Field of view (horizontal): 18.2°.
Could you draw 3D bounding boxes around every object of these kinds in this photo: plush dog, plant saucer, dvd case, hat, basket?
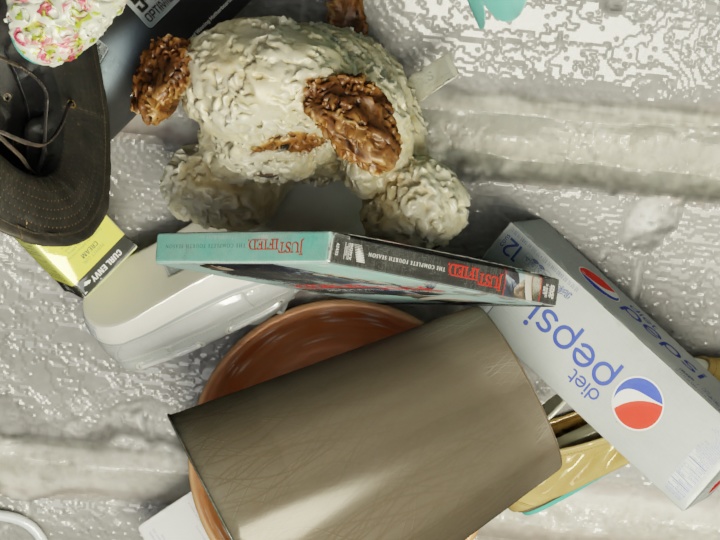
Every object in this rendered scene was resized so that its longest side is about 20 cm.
[{"bbox_3d":[-0.037,-0.100,1.314,0.198,0.172,0.162,8,88,19],"label":"plush dog"},{"bbox_3d":[-0.011,0.120,1.444,0.198,0.037,0.202,-1,81,6],"label":"plant saucer"},{"bbox_3d":[0.000,0.000,1.320,0.145,0.199,0.022,0,84,43],"label":"dvd case"},{"bbox_3d":[-0.219,-0.099,1.257,0.080,0.201,0.202,-20,110,29],"label":"hat"},{"bbox_3d":[0.009,0.116,1.355,0.199,0.136,0.181,-29,117,-6],"label":"basket"}]

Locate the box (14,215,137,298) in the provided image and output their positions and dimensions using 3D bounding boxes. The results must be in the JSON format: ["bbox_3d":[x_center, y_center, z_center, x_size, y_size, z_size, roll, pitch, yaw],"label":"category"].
[{"bbox_3d":[-0.228,-0.071,1.394,0.050,0.075,0.200,-45,103,-9],"label":"box"}]

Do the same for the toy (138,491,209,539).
[{"bbox_3d":[-0.032,0.162,1.487,0.199,0.047,0.116,-33,87,4],"label":"toy"}]

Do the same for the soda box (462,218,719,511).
[{"bbox_3d":[0.155,0.056,1.398,0.200,0.068,0.064,43,107,14],"label":"soda box"}]

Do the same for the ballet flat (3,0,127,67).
[{"bbox_3d":[-0.137,-0.200,1.269,0.076,0.201,0.064,41,142,-22],"label":"ballet flat"}]

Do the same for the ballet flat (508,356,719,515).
[{"bbox_3d":[0.171,0.094,1.452,0.199,0.069,0.063,-27,107,10],"label":"ballet flat"}]

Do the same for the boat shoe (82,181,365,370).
[{"bbox_3d":[-0.076,0.006,1.429,0.199,0.072,0.069,-30,139,-4],"label":"boat shoe"}]

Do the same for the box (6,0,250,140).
[{"bbox_3d":[-0.188,-0.151,1.340,0.200,0.050,0.158,-45,105,-12],"label":"box"}]

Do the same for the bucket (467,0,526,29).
[{"bbox_3d":[0.119,-0.244,1.267,0.206,0.207,0.135,-28,101,11],"label":"bucket"}]

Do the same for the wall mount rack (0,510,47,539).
[{"bbox_3d":[-0.303,0.166,1.484,0.198,0.075,0.175,8,110,-3],"label":"wall mount rack"}]
